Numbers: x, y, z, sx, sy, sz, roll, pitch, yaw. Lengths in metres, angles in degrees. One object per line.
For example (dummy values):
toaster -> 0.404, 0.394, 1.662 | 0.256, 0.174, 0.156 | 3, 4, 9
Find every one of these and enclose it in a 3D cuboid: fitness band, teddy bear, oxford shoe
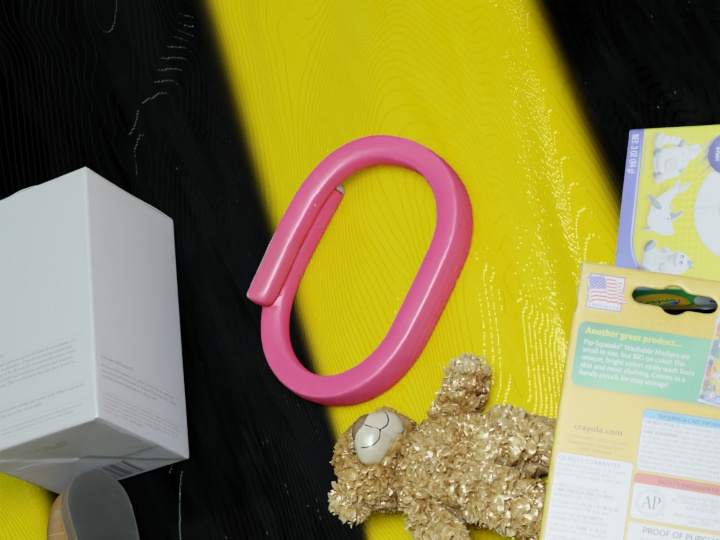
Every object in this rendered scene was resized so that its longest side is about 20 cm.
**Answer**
fitness band -> 0.000, 0.000, 1.398 | 0.143, 0.037, 0.201 | 23, 85, 32
teddy bear -> 0.067, 0.127, 1.287 | 0.199, 0.067, 0.146 | 23, 82, 34
oxford shoe -> -0.189, 0.251, 1.401 | 0.071, 0.071, 0.201 | -41, 51, 45

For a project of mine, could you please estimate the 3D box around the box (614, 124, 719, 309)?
box -> 0.266, -0.035, 1.248 | 0.199, 0.048, 0.118 | -1, 71, 28

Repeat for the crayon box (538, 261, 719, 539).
crayon box -> 0.184, 0.105, 1.211 | 0.125, 0.052, 0.201 | 8, 75, 7

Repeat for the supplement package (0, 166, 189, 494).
supplement package -> -0.212, 0.047, 1.449 | 0.121, 0.120, 0.201 | -18, 63, 25
